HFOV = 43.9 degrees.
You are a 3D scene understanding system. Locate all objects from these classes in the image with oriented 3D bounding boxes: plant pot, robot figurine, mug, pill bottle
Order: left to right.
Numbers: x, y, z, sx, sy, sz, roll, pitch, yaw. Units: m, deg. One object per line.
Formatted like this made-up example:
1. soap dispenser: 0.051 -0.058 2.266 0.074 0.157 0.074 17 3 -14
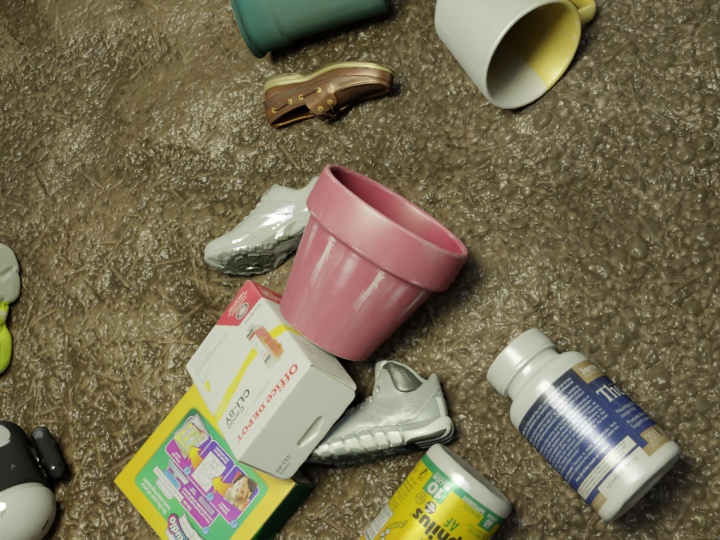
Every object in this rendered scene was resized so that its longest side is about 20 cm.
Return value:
1. robot figurine: -0.490 0.286 1.202 0.200 0.124 0.151 51 119 26
2. plant pot: -0.068 -0.412 1.227 0.195 0.200 0.202 -10 70 10
3. plant pot: 0.000 0.000 1.071 0.200 0.200 0.180 39 105 27
4. pill bottle: 0.065 0.302 0.983 0.113 0.113 0.200 38 89 27
5. mug: 0.185 -0.308 1.136 0.153 0.186 0.150 50 128 35
6. pill bottle: 0.233 0.159 0.963 0.111 0.111 0.200 -45 64 3

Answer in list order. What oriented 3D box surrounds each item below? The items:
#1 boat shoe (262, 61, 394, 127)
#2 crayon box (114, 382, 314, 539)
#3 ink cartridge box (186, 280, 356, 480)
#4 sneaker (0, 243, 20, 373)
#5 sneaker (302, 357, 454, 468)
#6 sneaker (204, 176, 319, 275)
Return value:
1. boat shoe: -0.045 -0.237 1.224 0.199 0.072 0.068 -5 77 26
2. crayon box: -0.186 0.269 1.122 0.200 0.058 0.173 40 92 27
3. ink cartridge box: -0.112 0.127 1.075 0.145 0.083 0.200 -53 40 7
4. sneaker: -0.572 0.059 1.330 0.104 0.076 0.201 -6 72 20
5. sneaker: 0.008 0.167 1.078 0.199 0.075 0.116 -11 64 7
6. sneaker: -0.120 -0.063 1.200 0.199 0.078 0.100 -20 60 5
